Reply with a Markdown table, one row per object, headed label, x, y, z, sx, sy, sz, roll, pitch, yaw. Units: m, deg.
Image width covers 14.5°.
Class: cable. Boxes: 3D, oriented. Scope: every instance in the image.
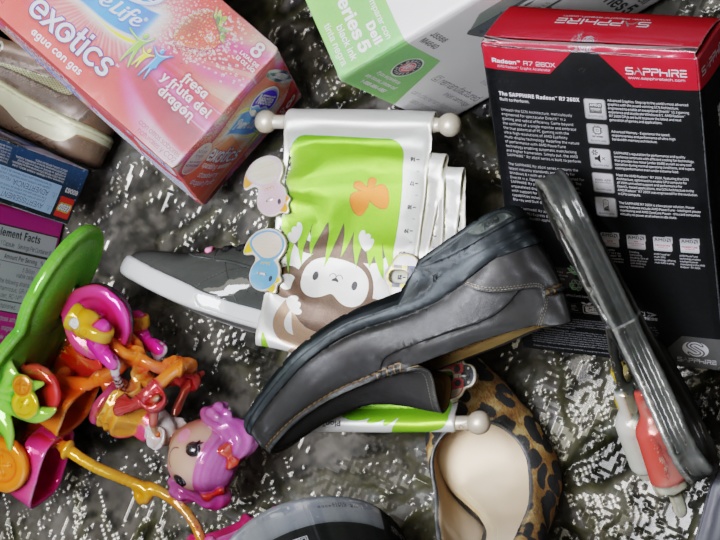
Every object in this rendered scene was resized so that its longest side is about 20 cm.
| label | x | y | z | sx | sy | sz | roll | pitch | yaw |
| --- | --- | --- | --- | --- | --- | --- | --- | --- | --- |
| cable | 0.137 | 0.045 | 1.513 | 0.050 | 0.097 | 0.200 | -29 | 114 | 6 |

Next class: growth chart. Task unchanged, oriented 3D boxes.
| label | x | y | z | sx | sy | sz | roll | pitch | yaw |
| --- | --- | --- | --- | --- | --- | --- | --- | --- | --- |
| growth chart | 0.000 | 0.000 | 1.606 | 0.144 | 0.018 | 0.201 | -7 | 79 | 19 |

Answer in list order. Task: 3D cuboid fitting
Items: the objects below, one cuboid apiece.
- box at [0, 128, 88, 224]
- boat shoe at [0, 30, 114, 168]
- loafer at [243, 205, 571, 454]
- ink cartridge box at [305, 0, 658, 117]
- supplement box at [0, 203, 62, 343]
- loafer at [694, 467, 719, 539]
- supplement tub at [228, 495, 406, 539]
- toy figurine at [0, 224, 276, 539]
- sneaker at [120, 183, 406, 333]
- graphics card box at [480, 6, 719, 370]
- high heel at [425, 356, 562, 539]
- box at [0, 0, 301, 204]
| label | x | y | z | sx | sy | sz | roll | pitch | yaw |
| --- | --- | --- | --- | --- | --- | --- | --- | --- | --- |
| box | -0.280 | -0.091 | 1.719 | 0.199 | 0.136 | 0.038 | 25 | 94 | 38 |
| boat shoe | -0.233 | -0.135 | 1.766 | 0.202 | 0.075 | 0.075 | 25 | 90 | 13 |
| loafer | 0.024 | 0.048 | 1.541 | 0.200 | 0.073 | 0.072 | -37 | 79 | 19 |
| ink cartridge box | 0.084 | -0.175 | 1.582 | 0.199 | 0.145 | 0.084 | -29 | 72 | 19 |
| supplement box | -0.270 | 0.047 | 1.742 | 0.101 | 0.103 | 0.201 | 13 | 88 | 24 |
| loafer | 0.232 | 0.087 | 1.533 | 0.063 | 0.072 | 0.201 | 18 | 105 | 8 |
| supplement tub | -0.007 | 0.229 | 1.551 | 0.122 | 0.122 | 0.200 | -41 | 38 | 15 |
| toy figurine | -0.126 | 0.102 | 1.658 | 0.184 | 0.150 | 0.201 | 31 | 113 | 12 |
| sneaker | -0.042 | -0.010 | 1.668 | 0.199 | 0.071 | 0.100 | 14 | 87 | 20 |
| graphics card box | 0.141 | -0.045 | 1.539 | 0.125 | 0.051 | 0.201 | 5 | 123 | 24 |
| high heel | 0.061 | 0.125 | 1.563 | 0.071 | 0.142 | 0.201 | -22 | 76 | 20 |
| box | -0.141 | -0.144 | 1.669 | 0.200 | 0.103 | 0.095 | 41 | 85 | 14 |
